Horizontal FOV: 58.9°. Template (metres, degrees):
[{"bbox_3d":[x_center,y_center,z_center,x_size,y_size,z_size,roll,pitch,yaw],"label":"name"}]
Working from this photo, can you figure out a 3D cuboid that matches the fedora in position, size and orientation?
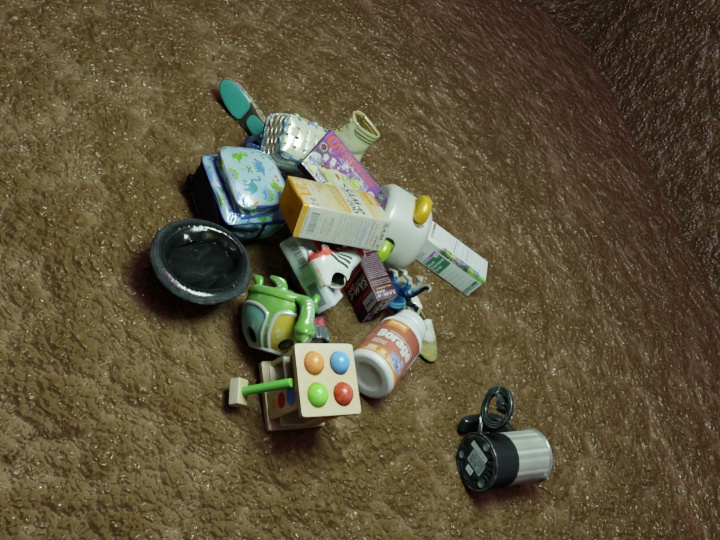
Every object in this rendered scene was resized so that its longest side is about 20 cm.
[{"bbox_3d":[-0.308,0.000,1.198,0.197,0.092,0.204,22,47,-25],"label":"fedora"}]

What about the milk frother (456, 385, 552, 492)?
[{"bbox_3d":[0.323,0.355,1.363,0.185,0.200,0.183,6,51,-36],"label":"milk frother"}]

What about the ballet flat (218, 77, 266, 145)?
[{"bbox_3d":[-0.268,-0.380,1.558,0.201,0.067,0.075,51,20,-3],"label":"ballet flat"}]

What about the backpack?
[{"bbox_3d":[-0.237,-0.159,1.340,0.198,0.146,0.186,-6,67,-48],"label":"backpack"}]

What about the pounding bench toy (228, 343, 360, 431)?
[{"bbox_3d":[-0.118,0.207,1.130,0.197,0.155,0.127,5,67,-36],"label":"pounding bench toy"}]

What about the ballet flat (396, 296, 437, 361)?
[{"bbox_3d":[0.132,0.114,1.491,0.070,0.071,0.203,-14,68,-44],"label":"ballet flat"}]

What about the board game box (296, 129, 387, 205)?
[{"bbox_3d":[-0.036,-0.193,1.397,0.200,0.032,0.121,48,56,-18],"label":"board game box"}]

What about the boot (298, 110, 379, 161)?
[{"bbox_3d":[-0.062,-0.358,1.630,0.199,0.155,0.073,38,42,-8],"label":"boot"}]

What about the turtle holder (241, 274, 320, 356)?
[{"bbox_3d":[-0.143,0.094,1.206,0.141,0.182,0.135,41,64,-64],"label":"turtle holder"}]

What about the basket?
[{"bbox_3d":[-0.157,-0.277,1.467,0.174,0.198,0.143,18,76,-33],"label":"basket"}]

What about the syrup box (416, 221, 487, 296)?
[{"bbox_3d":[0.235,-0.031,1.678,0.198,0.079,0.082,34,43,-13],"label":"syrup box"}]

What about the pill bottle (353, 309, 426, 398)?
[{"bbox_3d":[0.063,0.169,1.356,0.112,0.112,0.200,46,42,1],"label":"pill bottle"}]

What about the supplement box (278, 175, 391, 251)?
[{"bbox_3d":[-0.052,-0.114,1.278,0.196,0.075,0.127,8,30,-29],"label":"supplement box"}]

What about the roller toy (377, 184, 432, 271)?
[{"bbox_3d":[0.082,-0.099,1.524,0.138,0.203,0.182,28,2,-19],"label":"roller toy"}]

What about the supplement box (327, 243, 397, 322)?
[{"bbox_3d":[0.000,0.000,1.435,0.060,0.109,0.203,-13,67,-32],"label":"supplement box"}]

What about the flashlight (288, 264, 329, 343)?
[{"bbox_3d":[-0.113,0.070,1.330,0.066,0.068,0.203,-17,58,2],"label":"flashlight"}]

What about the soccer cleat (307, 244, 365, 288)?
[{"bbox_3d":[-0.042,-0.007,1.290,0.199,0.067,0.087,-5,78,-66],"label":"soccer cleat"}]

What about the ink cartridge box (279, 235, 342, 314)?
[{"bbox_3d":[-0.084,-0.014,1.350,0.162,0.047,0.200,61,19,-5],"label":"ink cartridge box"}]

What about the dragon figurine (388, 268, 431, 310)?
[{"bbox_3d":[0.099,0.056,1.425,0.058,0.102,0.198,0,13,-38],"label":"dragon figurine"}]
